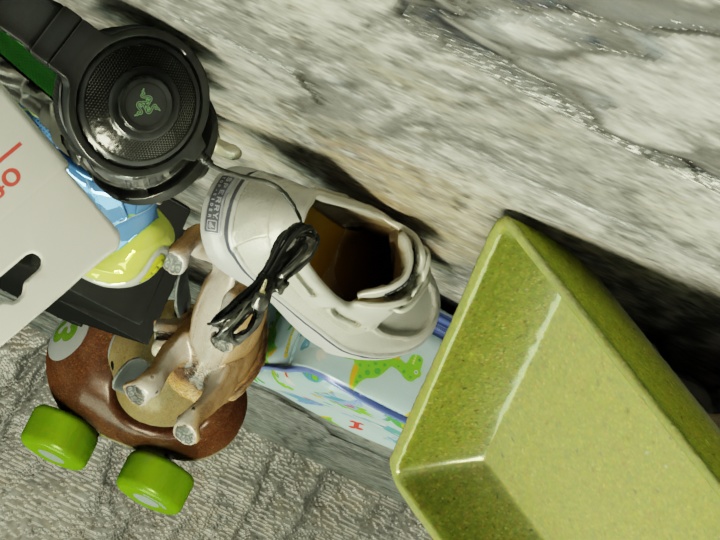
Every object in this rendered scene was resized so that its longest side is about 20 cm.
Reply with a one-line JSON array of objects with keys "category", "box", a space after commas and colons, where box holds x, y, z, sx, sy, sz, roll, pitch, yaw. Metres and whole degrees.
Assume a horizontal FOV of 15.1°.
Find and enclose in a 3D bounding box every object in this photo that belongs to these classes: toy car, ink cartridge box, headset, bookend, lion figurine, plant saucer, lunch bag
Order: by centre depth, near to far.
[{"category": "headset", "box": [-0.107, -0.058, 1.209, 0.200, 0.094, 0.124, 36, 173, 5]}, {"category": "ink cartridge box", "box": [-0.216, -0.053, 1.239, 0.200, 0.115, 0.068, 51, 168, -5]}, {"category": "plant saucer", "box": [0.108, 0.101, 1.259, 0.200, 0.048, 0.200, 53, 143, 27]}, {"category": "lion figurine", "box": [-0.077, 0.017, 1.551, 0.072, 0.123, 0.200, 35, 136, 4]}, {"category": "bookend", "box": [-0.165, -0.023, 1.626, 0.200, 0.092, 0.199, 15, 169, 46]}, {"category": "lunch bag", "box": [0.019, 0.061, 1.649, 0.161, 0.083, 0.200, 28, 172, -15]}, {"category": "toy car", "box": [-0.156, 0.062, 1.973, 0.158, 0.164, 0.200, 24, 163, 4]}]

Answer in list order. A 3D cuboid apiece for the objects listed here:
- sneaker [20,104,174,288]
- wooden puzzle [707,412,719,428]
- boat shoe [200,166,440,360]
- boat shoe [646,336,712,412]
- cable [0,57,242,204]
[{"category": "sneaker", "box": [-0.176, -0.080, 1.441, 0.200, 0.076, 0.105, 34, 144, 11]}, {"category": "wooden puzzle", "box": [0.216, 0.113, 1.341, 0.200, 0.046, 0.185, 4, 163, 25]}, {"category": "boat shoe", "box": [0.000, 0.000, 1.368, 0.070, 0.071, 0.200, 9, 165, 33]}, {"category": "boat shoe", "box": [0.133, 0.071, 1.426, 0.074, 0.065, 0.202, 22, 172, 21]}, {"category": "cable", "box": [-0.144, -0.094, 1.342, 0.200, 0.050, 0.097, 37, -151, 24]}]
